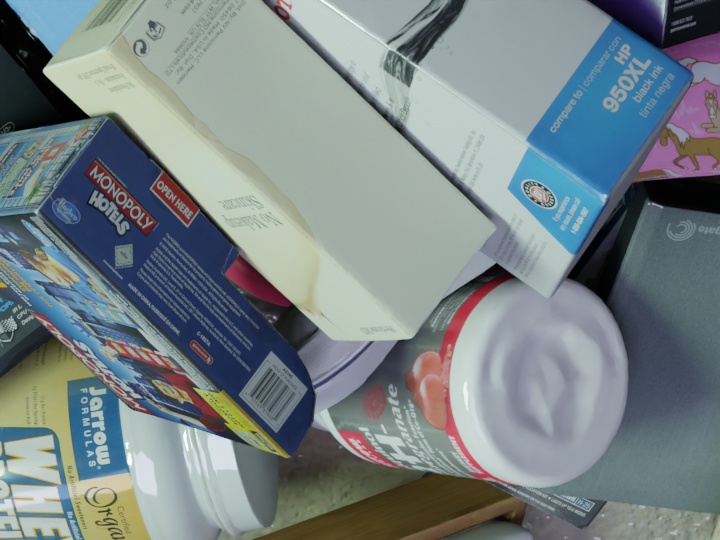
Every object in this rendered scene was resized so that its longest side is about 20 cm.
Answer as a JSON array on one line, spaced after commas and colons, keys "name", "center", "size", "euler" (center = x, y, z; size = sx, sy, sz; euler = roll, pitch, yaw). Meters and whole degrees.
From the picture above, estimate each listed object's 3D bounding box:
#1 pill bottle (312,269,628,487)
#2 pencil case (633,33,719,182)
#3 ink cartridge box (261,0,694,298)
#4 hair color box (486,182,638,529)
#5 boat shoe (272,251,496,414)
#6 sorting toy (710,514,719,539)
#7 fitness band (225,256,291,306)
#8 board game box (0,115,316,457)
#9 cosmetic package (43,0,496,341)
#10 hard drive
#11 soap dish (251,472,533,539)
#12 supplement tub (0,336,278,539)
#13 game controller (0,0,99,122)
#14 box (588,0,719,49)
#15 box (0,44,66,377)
[{"name": "pill bottle", "center": [0.042, 0.053, 1.590], "size": [0.200, 0.111, 0.111], "euler": [3, 136, 56]}, {"name": "pencil case", "center": [0.182, -0.088, 1.482], "size": [0.199, 0.083, 0.087], "euler": [-6, 140, 23]}, {"name": "ink cartridge box", "center": [0.042, -0.094, 1.402], "size": [0.200, 0.084, 0.145], "euler": [35, 161, 5]}, {"name": "hair color box", "center": [0.137, 0.041, 1.654], "size": [0.100, 0.061, 0.200], "euler": [27, 119, -14]}, {"name": "boat shoe", "center": [0.000, 0.000, 1.520], "size": [0.200, 0.071, 0.070], "euler": [-38, 127, 20]}, {"name": "sorting toy", "center": [0.259, 0.120, 1.640], "size": [0.036, 0.185, 0.201], "euler": [39, 128, 28]}, {"name": "fitness band", "center": [-0.050, -0.064, 1.571], "size": [0.143, 0.037, 0.200], "euler": [29, 140, 13]}, {"name": "board game box", "center": [-0.134, -0.002, 1.497], "size": [0.200, 0.199, 0.062], "euler": [47, 71, -33]}, {"name": "cosmetic package", "center": [-0.044, -0.058, 1.398], "size": [0.200, 0.103, 0.073], "euler": [44, 73, -15]}, {"name": "hard drive", "center": [0.187, 0.043, 1.596], "size": [0.139, 0.033, 0.201], "euler": [8, 125, -14]}, {"name": "soap dish", "center": [-0.002, 0.206, 1.702], "size": [0.199, 0.081, 0.158], "euler": [-16, 132, -37]}, {"name": "supplement tub", "center": [-0.156, 0.099, 1.658], "size": [0.199, 0.145, 0.145], "euler": [-10, 120, 10]}, {"name": "game controller", "center": [-0.145, -0.144, 1.505], "size": [0.200, 0.042, 0.105], "euler": [48, 127, 27]}, {"name": "box", "center": [0.092, -0.202, 1.416], "size": [0.199, 0.079, 0.142], "euler": [21, 114, 36]}, {"name": "box", "center": [-0.224, -0.020, 1.579], "size": [0.200, 0.046, 0.159], "euler": [-38, 100, -8]}]
